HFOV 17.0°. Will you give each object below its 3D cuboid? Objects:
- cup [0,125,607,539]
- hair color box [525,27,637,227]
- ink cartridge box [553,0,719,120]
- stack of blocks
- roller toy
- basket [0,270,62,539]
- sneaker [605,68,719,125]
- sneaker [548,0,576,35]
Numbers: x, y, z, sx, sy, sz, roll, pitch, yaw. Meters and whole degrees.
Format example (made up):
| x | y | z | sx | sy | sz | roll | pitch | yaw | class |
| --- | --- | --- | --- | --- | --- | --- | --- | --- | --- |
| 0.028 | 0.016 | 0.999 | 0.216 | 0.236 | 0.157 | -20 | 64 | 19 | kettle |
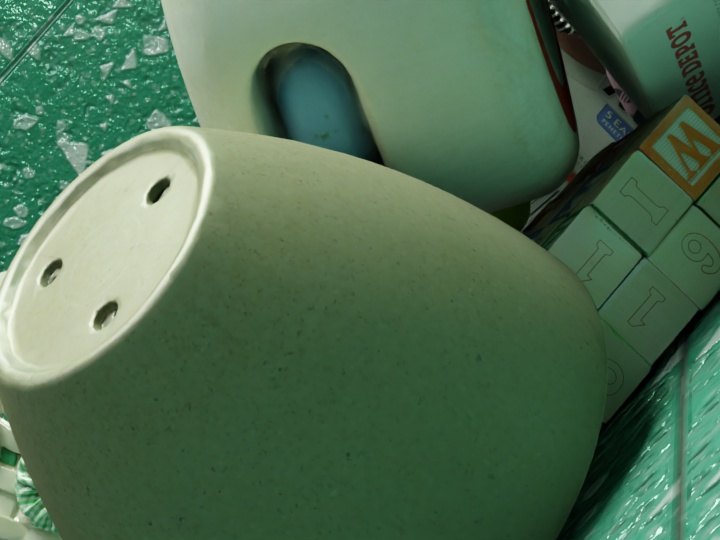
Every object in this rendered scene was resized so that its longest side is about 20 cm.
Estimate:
| x | y | z | sx | sy | sz | roll | pitch | yaw | class |
| --- | --- | --- | --- | --- | --- | --- | --- | --- | --- |
| -0.039 | 0.033 | 0.807 | 0.200 | 0.143 | 0.201 | -32 | 35 | 26 | cup |
| 0.127 | -0.086 | 1.121 | 0.064 | 0.111 | 0.200 | -42 | 6 | 48 | hair color box |
| 0.166 | -0.150 | 0.912 | 0.200 | 0.084 | 0.145 | -35 | -19 | 4 | ink cartridge box |
| 0.064 | 0.033 | 0.915 | 0.200 | 0.059 | 0.115 | -47 | 3 | -14 | stack of blocks |
| -0.004 | -0.104 | 0.930 | 0.139 | 0.201 | 0.182 | -16 | -7 | 9 | roller toy |
| -0.131 | 0.108 | 0.982 | 0.139 | 0.176 | 0.201 | -20 | -55 | -69 | basket |
| 0.177 | -0.114 | 1.047 | 0.200 | 0.082 | 0.070 | -49 | 3 | -43 | sneaker |
| 0.131 | -0.185 | 1.003 | 0.090 | 0.070 | 0.200 | -21 | -26 | -30 | sneaker |
